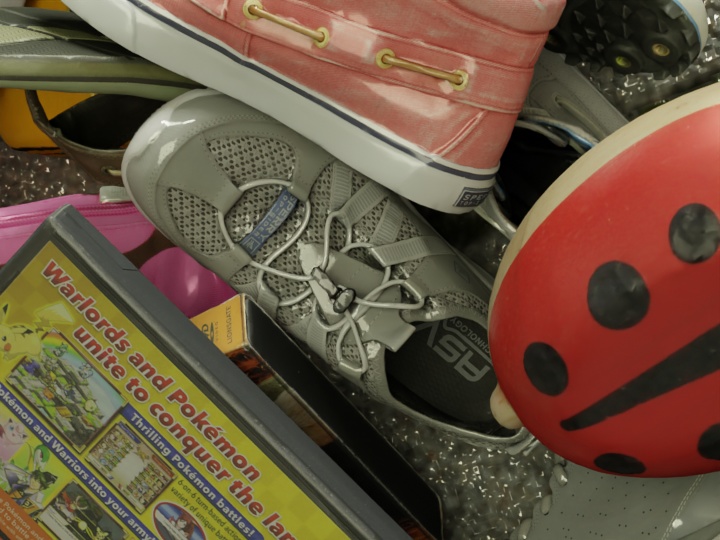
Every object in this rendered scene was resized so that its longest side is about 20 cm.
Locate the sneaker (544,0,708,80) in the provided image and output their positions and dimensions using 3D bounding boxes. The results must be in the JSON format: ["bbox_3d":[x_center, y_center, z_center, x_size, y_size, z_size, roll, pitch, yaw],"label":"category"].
[{"bbox_3d":[0.060,-0.143,1.164,0.200,0.072,0.072,34,61,25],"label":"sneaker"}]

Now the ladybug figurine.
[{"bbox_3d":[0.128,0.011,1.045,0.200,0.072,0.136,-34,107,25],"label":"ladybug figurine"}]

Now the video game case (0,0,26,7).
[{"bbox_3d":[-0.186,-0.165,1.227,0.182,0.022,0.201,40,113,39],"label":"video game case"}]

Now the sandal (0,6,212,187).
[{"bbox_3d":[-0.077,-0.057,1.150,0.080,0.200,0.058,28,102,52],"label":"sandal"}]

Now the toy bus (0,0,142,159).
[{"bbox_3d":[-0.104,-0.148,1.216,0.065,0.078,0.202,0,85,44],"label":"toy bus"}]

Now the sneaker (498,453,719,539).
[{"bbox_3d":[0.076,0.104,1.157,0.199,0.075,0.116,-27,59,22],"label":"sneaker"}]

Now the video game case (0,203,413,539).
[{"bbox_3d":[-0.095,0.107,1.100,0.200,0.026,0.181,44,113,0],"label":"video game case"}]

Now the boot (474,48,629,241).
[{"bbox_3d":[0.059,-0.056,1.151,0.200,0.096,0.074,37,97,17],"label":"boot"}]

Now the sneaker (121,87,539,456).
[{"bbox_3d":[0.000,0.000,1.120,0.199,0.082,0.075,32,102,-23],"label":"sneaker"}]

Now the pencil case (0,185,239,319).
[{"bbox_3d":[-0.143,0.014,1.170,0.091,0.199,0.094,51,142,47],"label":"pencil case"}]

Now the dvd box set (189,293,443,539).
[{"bbox_3d":[-0.088,0.097,1.161,0.199,0.146,0.030,-24,42,20],"label":"dvd box set"}]

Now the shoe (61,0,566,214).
[{"bbox_3d":[-0.023,-0.107,1.092,0.199,0.071,0.091,30,110,13],"label":"shoe"}]
